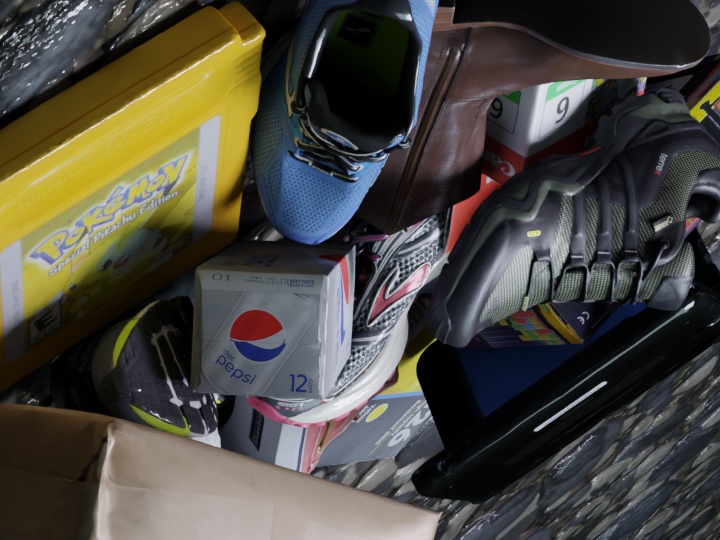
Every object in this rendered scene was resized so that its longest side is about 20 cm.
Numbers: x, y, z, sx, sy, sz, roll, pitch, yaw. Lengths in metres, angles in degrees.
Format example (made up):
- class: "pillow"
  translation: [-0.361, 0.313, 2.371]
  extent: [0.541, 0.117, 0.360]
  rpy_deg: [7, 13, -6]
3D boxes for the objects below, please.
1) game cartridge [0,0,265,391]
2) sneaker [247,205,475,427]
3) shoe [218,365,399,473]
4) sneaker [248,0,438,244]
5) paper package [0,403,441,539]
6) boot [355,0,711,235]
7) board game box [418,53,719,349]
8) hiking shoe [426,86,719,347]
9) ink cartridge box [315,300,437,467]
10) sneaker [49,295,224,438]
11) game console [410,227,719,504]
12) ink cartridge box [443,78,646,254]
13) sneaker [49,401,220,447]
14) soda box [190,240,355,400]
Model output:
- class: "game cartridge"
  translation: [-0.125, -0.030, 1.342]
  extent: [0.176, 0.032, 0.200]
  rpy_deg: [-34, 162, -22]
- class: "sneaker"
  translation: [0.000, 0.000, 1.588]
  extent: [0.200, 0.081, 0.075]
  rpy_deg: [-53, 150, -16]
- class: "shoe"
  translation: [-0.031, 0.090, 1.723]
  extent: [0.091, 0.072, 0.200]
  rpy_deg: [-24, 151, -26]
- class: "sneaker"
  translation: [-0.013, -0.081, 1.336]
  extent: [0.200, 0.078, 0.089]
  rpy_deg: [109, -5, -45]
- class: "paper package"
  translation: [-0.095, 0.136, 1.357]
  extent: [0.200, 0.190, 0.104]
  rpy_deg: [19, 81, -33]
- class: "boot"
  translation: [0.070, -0.082, 1.448]
  extent: [0.200, 0.186, 0.064]
  rpy_deg: [102, -1, -55]
- class: "board game box"
  translation: [0.142, -0.039, 1.652]
  extent: [0.200, 0.057, 0.165]
  rpy_deg: [-44, -168, -18]
- class: "hiking shoe"
  translation: [0.126, -0.013, 1.489]
  extent: [0.200, 0.101, 0.076]
  rpy_deg: [-38, 162, -20]
- class: "ink cartridge box"
  translation: [0.051, 0.047, 1.838]
  extent: [0.198, 0.047, 0.200]
  rpy_deg: [-50, 157, 21]
- class: "sneaker"
  translation: [-0.119, 0.060, 1.434]
  extent: [0.081, 0.074, 0.200]
  rpy_deg: [-22, 179, 2]
- class: "game console"
  translation: [0.110, 0.037, 1.647]
  extent: [0.200, 0.117, 0.176]
  rpy_deg: [-36, 163, 13]
- class: "ink cartridge box"
  translation: [0.108, -0.097, 1.533]
  extent: [0.109, 0.050, 0.200]
  rpy_deg: [-30, 142, -40]
- class: "sneaker"
  translation: [-0.103, 0.125, 1.601]
  extent: [0.074, 0.116, 0.200]
  rpy_deg: [-45, 162, 4]
- class: "soda box"
  translation: [-0.042, 0.022, 1.440]
  extent: [0.200, 0.068, 0.064]
  rpy_deg: [-47, 140, -84]
